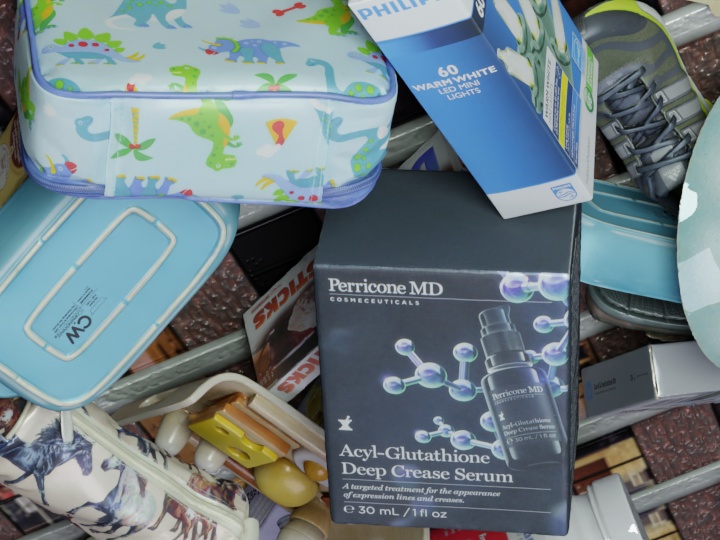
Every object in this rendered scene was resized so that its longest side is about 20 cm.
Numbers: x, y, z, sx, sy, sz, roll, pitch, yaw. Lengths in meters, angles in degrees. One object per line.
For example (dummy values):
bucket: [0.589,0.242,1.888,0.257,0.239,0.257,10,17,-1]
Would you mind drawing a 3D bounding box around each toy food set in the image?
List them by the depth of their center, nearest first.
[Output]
toy food set: [-0.064,0.144,1.448,0.200,0.061,0.143,36,154,-18]

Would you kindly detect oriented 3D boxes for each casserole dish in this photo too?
casserole dish: [-0.152,0.000,1.233,0.121,0.039,0.200,39,99,-30]
casserole dish: [0.178,-0.022,1.392,0.199,0.121,0.039,11,111,-28]

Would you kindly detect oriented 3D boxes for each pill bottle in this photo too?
pill bottle: [0.112,0.224,1.578,0.199,0.113,0.112,-24,140,7]

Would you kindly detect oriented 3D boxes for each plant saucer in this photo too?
plant saucer: [0.267,-0.031,1.358,0.039,0.202,0.201,10,159,40]

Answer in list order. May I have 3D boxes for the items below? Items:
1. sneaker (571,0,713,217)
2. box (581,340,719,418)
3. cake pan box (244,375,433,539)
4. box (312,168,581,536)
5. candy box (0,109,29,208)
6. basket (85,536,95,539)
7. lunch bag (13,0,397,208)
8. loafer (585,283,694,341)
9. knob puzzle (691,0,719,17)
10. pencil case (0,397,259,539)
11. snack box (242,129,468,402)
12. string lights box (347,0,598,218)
sneaker: [0.180,-0.093,1.328,0.074,0.081,0.200,-32,138,19]
box: [0.273,0.069,1.523,0.199,0.041,0.156,-5,173,-11]
cake pan box: [0.027,0.154,1.591,0.199,0.052,0.184,8,137,-26]
box: [0.056,0.049,1.297,0.148,0.107,0.201,2,126,8]
candy box: [-0.187,-0.014,1.317,0.115,0.055,0.200,14,133,-30]
basket: [-0.148,0.289,1.627,0.123,0.136,0.200,-37,136,18]
lunch bag: [-0.085,-0.106,1.162,0.199,0.161,0.083,-1,128,-14]
loafer: [0.245,0.022,1.499,0.199,0.072,0.063,-5,145,-16]
knob puzzle: [0.256,-0.216,1.251,0.218,0.031,0.220,-10,140,-8]
pencil case: [-0.157,0.128,1.359,0.200,0.078,0.089,36,151,-30]
snack box: [0.000,0.000,1.384,0.024,0.072,0.200,24,126,-36]
string lights box: [0.065,-0.128,1.176,0.059,0.103,0.200,-11,143,24]
